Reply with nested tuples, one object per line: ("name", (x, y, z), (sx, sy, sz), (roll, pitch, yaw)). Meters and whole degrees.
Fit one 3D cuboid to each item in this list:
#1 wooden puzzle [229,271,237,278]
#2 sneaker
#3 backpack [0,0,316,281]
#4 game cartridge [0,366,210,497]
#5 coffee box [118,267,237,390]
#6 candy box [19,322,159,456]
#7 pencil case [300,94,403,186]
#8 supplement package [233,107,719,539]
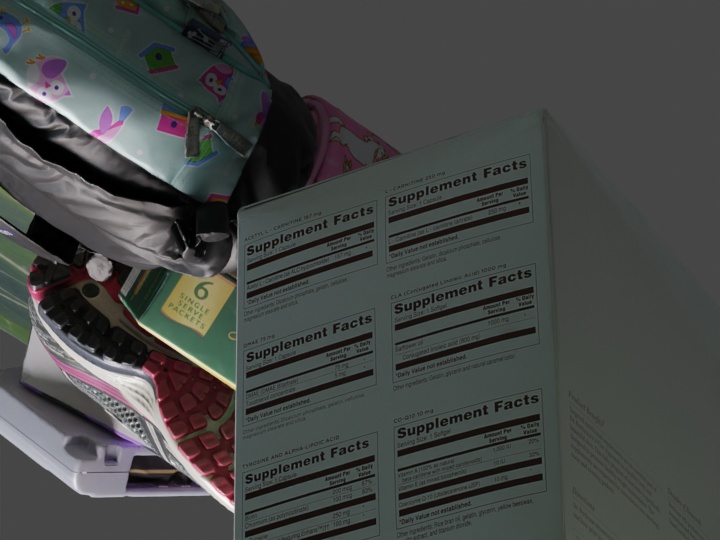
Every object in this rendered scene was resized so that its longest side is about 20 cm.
("wooden puzzle", (-0.130, -0.058, 1.501), (0.200, 0.037, 0.185), (40, 166, 15))
("sneaker", (-0.095, 0.062, 1.493), (0.200, 0.081, 0.075), (44, 155, 11))
("backpack", (-0.129, -0.089, 1.198), (0.200, 0.127, 0.167), (37, 157, -24))
("game cartridge", (-0.122, 0.093, 1.664), (0.199, 0.041, 0.133), (3, -158, -40))
("coffee box", (-0.056, 0.033, 1.356), (0.123, 0.044, 0.200), (34, 178, -9))
("candy box", (-0.069, 0.056, 1.640), (0.167, 0.072, 0.199), (23, -164, 35))
("pencil case", (0.024, 0.004, 1.293), (0.200, 0.087, 0.083), (35, -170, -32))
("supplement package", (0.055, 0.081, 1.130), (0.146, 0.201, 0.191), (-17, 145, 24))
